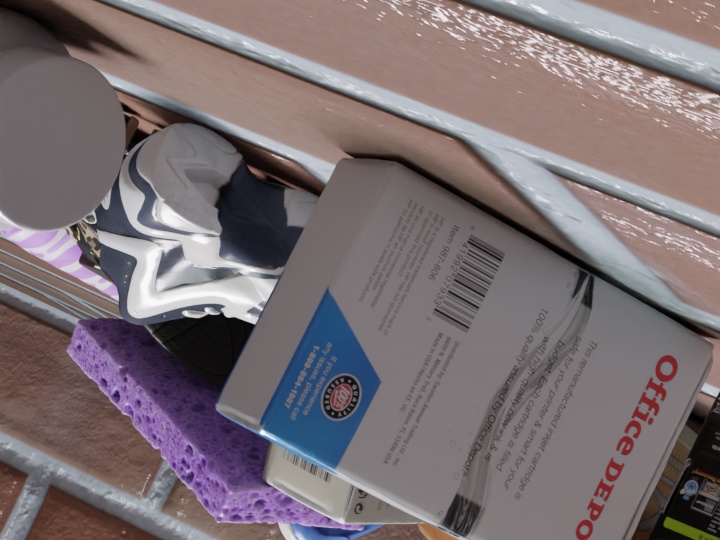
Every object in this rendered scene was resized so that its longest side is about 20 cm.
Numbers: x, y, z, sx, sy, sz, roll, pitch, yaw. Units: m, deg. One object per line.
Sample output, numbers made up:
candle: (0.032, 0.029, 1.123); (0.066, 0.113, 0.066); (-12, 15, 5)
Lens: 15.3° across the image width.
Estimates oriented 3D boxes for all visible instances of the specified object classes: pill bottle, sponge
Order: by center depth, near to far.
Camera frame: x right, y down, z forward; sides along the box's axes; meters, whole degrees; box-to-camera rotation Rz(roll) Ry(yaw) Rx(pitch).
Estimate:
pill bottle: (-0.215, -0.084, 1.409); (0.200, 0.120, 0.120); (19, 171, 47)
sponge: (-0.087, 0.093, 1.651); (0.111, 0.030, 0.200); (6, -153, -40)

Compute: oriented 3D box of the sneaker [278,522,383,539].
sneaker: (0.042, 0.120, 1.782); (0.111, 0.200, 0.077); (3, 122, 62)

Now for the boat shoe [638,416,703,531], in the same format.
boat shoe: (0.190, 0.127, 1.675); (0.200, 0.076, 0.072); (26, 175, 9)

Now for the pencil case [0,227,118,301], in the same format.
pencil case: (-0.185, -0.032, 1.918); (0.200, 0.084, 0.086); (34, -159, -42)

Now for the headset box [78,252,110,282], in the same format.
headset box: (-0.083, 0.009, 1.824); (0.149, 0.077, 0.200); (32, 172, -39)

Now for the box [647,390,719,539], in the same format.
box: (0.234, 0.180, 1.398); (0.200, 0.194, 0.047); (20, 172, 39)

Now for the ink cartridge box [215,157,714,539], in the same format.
ink cartridge box: (0.053, 0.054, 1.326); (0.200, 0.145, 0.084); (29, 175, -20)

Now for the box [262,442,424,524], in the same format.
box: (0.044, 0.107, 1.598); (0.200, 0.069, 0.082); (6, -167, -42)

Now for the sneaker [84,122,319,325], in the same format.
sneaker: (-0.074, 0.001, 1.533); (0.199, 0.080, 0.129); (30, 151, -27)

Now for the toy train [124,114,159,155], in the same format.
toy train: (-0.104, -0.058, 1.563); (0.200, 0.034, 0.046); (27, 170, -3)

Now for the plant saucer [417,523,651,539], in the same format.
plant saucer: (0.135, 0.170, 1.681); (0.200, 0.032, 0.200); (14, -170, -2)

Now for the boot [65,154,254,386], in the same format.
boot: (-0.136, -0.016, 1.698); (0.200, 0.073, 0.151); (49, 174, -5)
